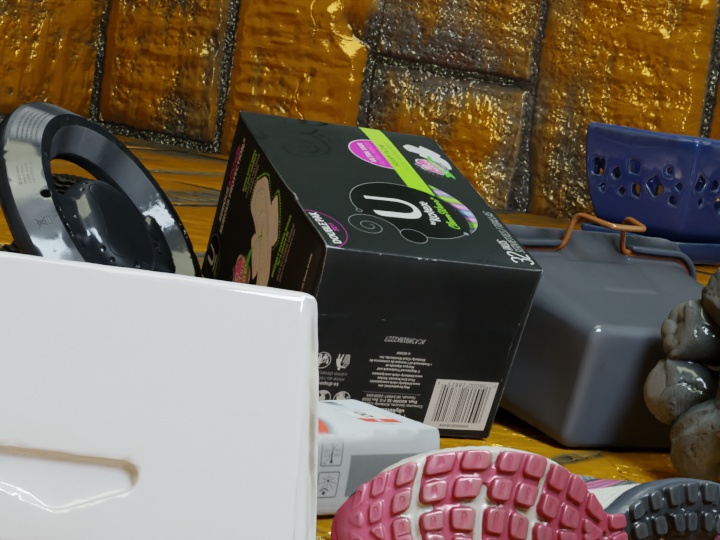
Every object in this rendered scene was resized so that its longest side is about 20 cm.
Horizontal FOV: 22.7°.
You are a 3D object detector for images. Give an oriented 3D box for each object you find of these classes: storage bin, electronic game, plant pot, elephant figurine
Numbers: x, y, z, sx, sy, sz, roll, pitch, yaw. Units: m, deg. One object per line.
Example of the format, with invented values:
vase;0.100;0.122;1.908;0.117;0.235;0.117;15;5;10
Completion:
storage bin;0.172;0.046;1.188;0.199;0.147;0.134;4;18;-32
electronic game;-0.166;-0.021;1.162;0.041;0.201;0.200;-30;-7;19
plant pot;0.441;-0.107;2.577;0.199;0.181;0.199;15;9;41
elephant figurine;0.285;0.080;1.085;0.199;0.142;0.156;22;29;-26

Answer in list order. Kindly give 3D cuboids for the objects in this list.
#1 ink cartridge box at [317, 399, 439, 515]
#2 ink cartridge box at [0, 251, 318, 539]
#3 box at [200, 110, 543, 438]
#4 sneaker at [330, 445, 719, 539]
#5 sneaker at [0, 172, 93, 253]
ink cartridge box;-0.081;0.077;0.924;0.161;0.051;0.199;3;12;-40
ink cartridge box;-0.107;0.062;0.571;0.145;0.085;0.200;7;-18;-17
box;0.000;0.000;1.137;0.147;0.125;0.200;6;26;-24
sneaker;0.068;0.116;0.709;0.199;0.081;0.074;13;-12;-38
sneaker;-0.215;0.017;1.210;0.069;0.091;0.201;16;34;1
